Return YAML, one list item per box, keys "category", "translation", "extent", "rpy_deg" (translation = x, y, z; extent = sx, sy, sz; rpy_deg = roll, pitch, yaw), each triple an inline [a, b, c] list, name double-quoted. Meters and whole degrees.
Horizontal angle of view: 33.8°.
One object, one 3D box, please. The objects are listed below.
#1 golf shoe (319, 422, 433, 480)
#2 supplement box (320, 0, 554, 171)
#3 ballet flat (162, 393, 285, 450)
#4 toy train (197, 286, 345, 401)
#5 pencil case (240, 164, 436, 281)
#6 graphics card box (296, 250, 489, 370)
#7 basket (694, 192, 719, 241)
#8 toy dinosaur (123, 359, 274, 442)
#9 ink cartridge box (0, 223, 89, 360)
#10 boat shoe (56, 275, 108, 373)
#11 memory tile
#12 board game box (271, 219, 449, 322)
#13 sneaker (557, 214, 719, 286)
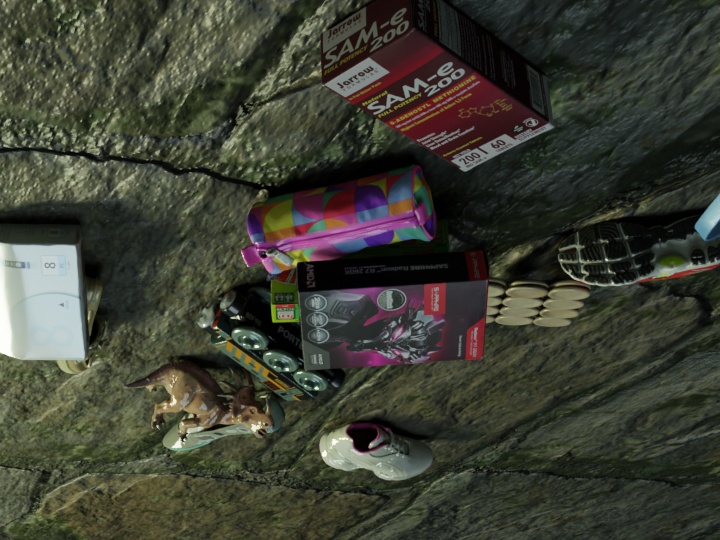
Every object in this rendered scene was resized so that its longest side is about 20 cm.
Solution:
- category: "golf shoe"
  translation: [0.038, 0.288, 1.902]
  extent: [0.200, 0.075, 0.092]
  rpy_deg: [10, 146, -25]
- category: "supplement box"
  translation: [0.071, -0.168, 1.054]
  extent: [0.109, 0.061, 0.200]
  rpy_deg: [-25, 144, 36]
- category: "ballet flat"
  translation: [-0.211, 0.219, 1.771]
  extent: [0.200, 0.067, 0.064]
  rpy_deg: [-12, 124, 14]
- category: "toy train"
  translation: [-0.112, 0.094, 1.482]
  extent: [0.114, 0.085, 0.200]
  rpy_deg: [-19, 134, 44]
- category: "pencil case"
  translation: [-0.021, -0.050, 1.236]
  extent: [0.200, 0.089, 0.088]
  rpy_deg: [-15, 150, 15]
- category: "graphics card box"
  translation: [0.034, 0.043, 1.253]
  extent: [0.200, 0.051, 0.126]
  rpy_deg: [-2, 135, -1]
- category: "basket"
  translation: [0.416, -0.108, 1.098]
  extent: [0.200, 0.139, 0.176]
  rpy_deg: [-27, 160, -23]
- category: "toy dinosaur"
  translation: [-0.221, 0.168, 1.644]
  extent: [0.200, 0.086, 0.136]
  rpy_deg: [32, 128, -24]
- category: "ink cartridge box"
  translation: [-0.407, 0.025, 1.315]
  extent: [0.200, 0.047, 0.160]
  rpy_deg: [-1, 125, -8]
- category: "boat shoe"
  translation: [-0.339, 0.070, 1.445]
  extent: [0.063, 0.073, 0.200]
  rpy_deg: [3, 151, -5]
- category: "memory tile"
  translation: [0.198, 0.039, 1.457]
  extent: [0.153, 0.017, 0.200]
  rpy_deg: [2, 165, 2]
- category: "board game box"
  translation: [0.000, 0.000, 1.320]
  extent: [0.200, 0.102, 0.048]
  rpy_deg: [-2, 153, -3]
- category: "sneaker"
  translation: [0.329, -0.011, 1.370]
  extent: [0.200, 0.077, 0.085]
  rpy_deg: [-4, 161, 7]
